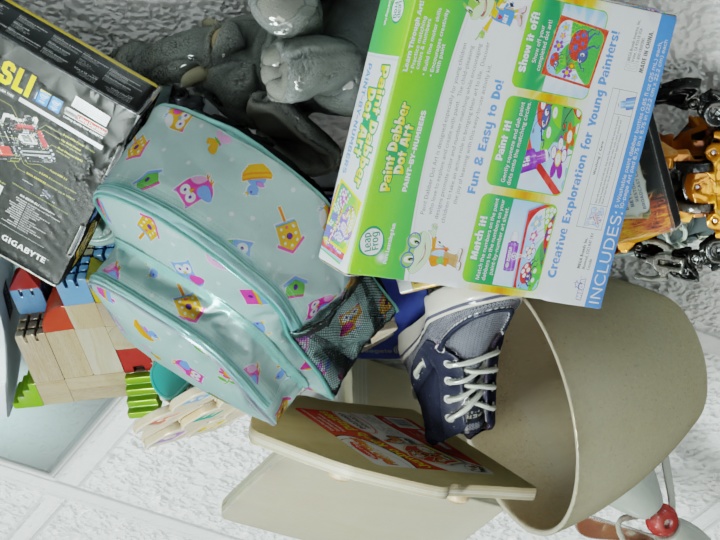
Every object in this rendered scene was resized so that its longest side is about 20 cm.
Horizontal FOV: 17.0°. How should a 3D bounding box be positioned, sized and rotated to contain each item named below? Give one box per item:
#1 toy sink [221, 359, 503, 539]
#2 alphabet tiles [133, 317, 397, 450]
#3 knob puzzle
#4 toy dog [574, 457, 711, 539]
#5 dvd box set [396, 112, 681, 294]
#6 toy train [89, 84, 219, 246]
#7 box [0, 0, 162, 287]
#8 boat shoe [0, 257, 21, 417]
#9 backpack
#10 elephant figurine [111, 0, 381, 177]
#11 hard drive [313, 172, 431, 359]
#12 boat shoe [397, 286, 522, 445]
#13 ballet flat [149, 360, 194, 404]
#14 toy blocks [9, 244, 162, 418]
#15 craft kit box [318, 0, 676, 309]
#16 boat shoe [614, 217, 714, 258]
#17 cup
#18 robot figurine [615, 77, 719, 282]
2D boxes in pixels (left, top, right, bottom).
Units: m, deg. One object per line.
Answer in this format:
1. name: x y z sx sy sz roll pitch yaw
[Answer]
1. toy sink: 0.000 0.148 1.955 0.199 0.112 0.130 16 142 -24
2. alphabet tiles: -0.068 0.083 1.781 0.200 0.015 0.195 -30 168 34
3. knob puzzle: 0.002 0.138 1.783 0.219 0.220 0.031 13 101 -12
4. toy dog: 0.207 0.173 1.976 0.131 0.096 0.201 -26 114 -20
5. dvd box set: 0.102 -0.076 1.626 0.199 0.029 0.147 -13 97 19
6. toy train: -0.187 -0.080 1.692 0.199 0.085 0.114 0 134 5
7. box: -0.251 -0.103 1.606 0.199 0.049 0.160 29 123 0
8. boat shoe: -0.304 0.039 1.867 0.068 0.074 0.200 3 142 4
9. backpack: -0.088 -0.007 1.572 0.175 0.153 0.200 30 157 29
10. elephant figurine: -0.046 -0.135 1.583 0.141 0.156 0.200 -27 174 -34
11. hard drive: -0.016 -0.001 1.796 0.131 0.025 0.200 0 143 6
12. boat shoe: 0.081 0.066 1.738 0.074 0.093 0.200 -11 167 -12
13. ballet flat: -0.081 0.028 1.764 0.072 0.072 0.200 25 128 -27
14. toy blocks: -0.188 0.030 1.844 0.199 0.100 0.137 -7 131 13
15. craft kit box: 0.088 -0.085 1.522 0.197 0.201 0.048 8 -169 -33
16. boat shoe: 0.212 -0.029 1.732 0.199 0.062 0.073 -5 143 12
17. cup: 0.174 0.084 1.807 0.143 0.201 0.201 -13 149 -22
18. robot figurine: 0.183 -0.065 1.662 0.199 0.058 0.146 0 110 8
